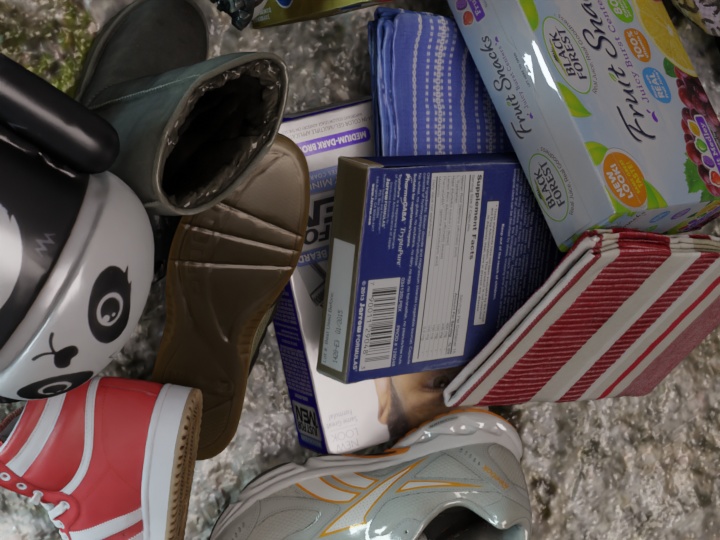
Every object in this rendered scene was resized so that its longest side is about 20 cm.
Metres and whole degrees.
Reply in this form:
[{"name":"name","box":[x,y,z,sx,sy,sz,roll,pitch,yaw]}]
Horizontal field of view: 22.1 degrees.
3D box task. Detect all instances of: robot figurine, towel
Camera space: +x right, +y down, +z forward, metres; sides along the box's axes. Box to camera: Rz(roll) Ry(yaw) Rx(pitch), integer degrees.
[{"name":"robot figurine","box":[-0.192,-0.020,0.857,0.199,0.150,0.125,31,67,-19]},{"name":"towel","box":[0.152,0.029,1.100,0.199,0.023,0.144,1,138,-47]},{"name":"towel","box":[0.084,-0.081,1.113,0.199,0.024,0.146,-2,90,-41]}]

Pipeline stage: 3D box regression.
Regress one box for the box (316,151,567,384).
[{"name":"box","box":[0.061,-0.006,1.063,0.199,0.032,0.122,-4,106,-42]}]

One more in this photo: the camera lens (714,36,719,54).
[{"name":"camera lens","box":[0.334,-0.173,1.164,0.200,0.160,0.160,-36,103,-14]}]

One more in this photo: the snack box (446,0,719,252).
[{"name":"snack box","box":[0.136,-0.117,1.090,0.142,0.053,0.201,-9,70,-44]}]

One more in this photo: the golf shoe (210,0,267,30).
[{"name":"golf shoe","box":[-0.049,-0.206,0.956,0.094,0.200,0.078,-33,67,-22]}]

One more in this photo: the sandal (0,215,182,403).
[{"name":"sandal","box":[-0.150,-0.002,1.066,0.200,0.048,0.075,-42,105,-13]}]

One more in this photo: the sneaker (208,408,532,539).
[{"name":"sneaker","box":[0.005,0.152,1.059,0.199,0.092,0.076,-23,130,5]}]

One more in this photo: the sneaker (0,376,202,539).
[{"name":"sneaker","box":[-0.158,0.144,1.055,0.112,0.071,0.201,13,115,3]}]

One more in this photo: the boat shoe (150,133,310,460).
[{"name":"boat shoe","box":[-0.080,0.008,1.056,0.073,0.065,0.201,17,109,-10]}]

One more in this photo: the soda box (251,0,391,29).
[{"name":"soda box","box":[-0.006,-0.179,1.025,0.064,0.200,0.068,-13,97,-22]}]

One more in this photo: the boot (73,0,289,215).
[{"name":"boot","box":[-0.100,-0.095,0.988,0.072,0.200,0.183,33,68,-19]}]

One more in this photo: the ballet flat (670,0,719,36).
[{"name":"ballet flat","box":[0.181,-0.232,1.127,0.072,0.072,0.202,-9,69,-18]}]

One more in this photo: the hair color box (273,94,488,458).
[{"name":"hair color box","box":[0.000,0.000,1.111,0.109,0.065,0.201,-15,99,-19]}]
